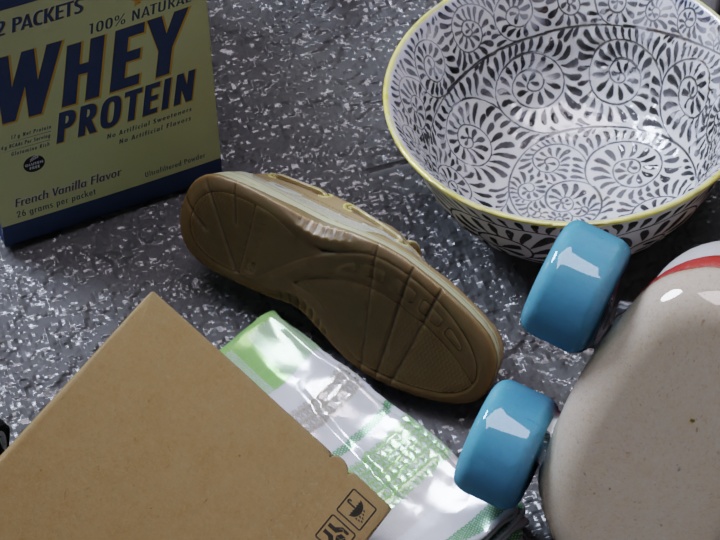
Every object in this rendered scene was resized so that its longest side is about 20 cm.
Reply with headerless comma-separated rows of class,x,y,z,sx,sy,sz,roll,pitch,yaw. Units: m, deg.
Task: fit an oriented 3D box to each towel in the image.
towel,-0.033,0.110,1.502,0.149,0.031,0.200,-34,54,-25

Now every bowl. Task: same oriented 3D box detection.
bowl,0.115,-0.066,1.608,0.201,0.094,0.201,-2,48,3

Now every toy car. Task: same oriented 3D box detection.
toy car,0.174,0.057,1.482,0.184,0.177,0.200,25,24,8

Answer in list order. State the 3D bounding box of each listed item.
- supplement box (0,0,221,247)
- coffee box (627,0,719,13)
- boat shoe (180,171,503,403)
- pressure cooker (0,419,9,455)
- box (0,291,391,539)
supplement box,-0.179,-0.164,1.644,0.134,0.200,0.200,-19,49,-14
coffee box,0.183,-0.224,1.713,0.113,0.080,0.200,14,29,17
boat shoe,0.000,0.000,1.572,0.200,0.074,0.066,34,28,20
pressure cooker,-0.270,0.104,1.431,0.200,0.179,0.176,35,81,30
box,-0.101,0.129,1.406,0.163,0.021,0.200,42,59,-3
